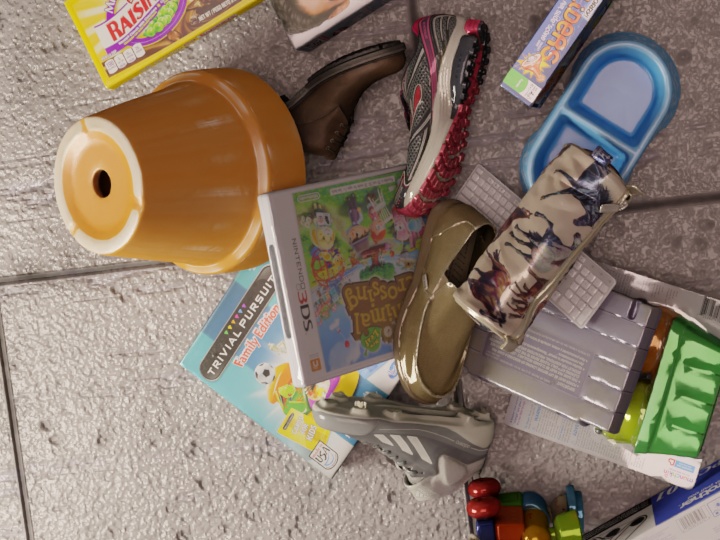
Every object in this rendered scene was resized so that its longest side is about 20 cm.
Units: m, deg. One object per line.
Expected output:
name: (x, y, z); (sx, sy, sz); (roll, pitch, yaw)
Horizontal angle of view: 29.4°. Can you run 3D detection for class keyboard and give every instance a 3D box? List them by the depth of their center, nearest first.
keyboard: (0.163, -0.026, 1.330); (0.057, 0.011, 0.200); (-51, 56, 9)

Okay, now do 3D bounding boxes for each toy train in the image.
toy train: (0.162, 0.257, 1.315); (0.114, 0.200, 0.086); (-8, 95, 6)

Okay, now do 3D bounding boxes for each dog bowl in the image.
dog bowl: (0.232, -0.136, 1.333); (0.111, 0.050, 0.202); (32, 101, 5)

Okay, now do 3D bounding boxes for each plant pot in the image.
plant pot: (-0.183, -0.089, 1.309); (0.198, 0.182, 0.204); (7, 102, 37)

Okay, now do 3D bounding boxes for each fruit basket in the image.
fruit basket: (0.258, 0.095, 1.348); (0.198, 0.093, 0.188); (18, 99, 24)

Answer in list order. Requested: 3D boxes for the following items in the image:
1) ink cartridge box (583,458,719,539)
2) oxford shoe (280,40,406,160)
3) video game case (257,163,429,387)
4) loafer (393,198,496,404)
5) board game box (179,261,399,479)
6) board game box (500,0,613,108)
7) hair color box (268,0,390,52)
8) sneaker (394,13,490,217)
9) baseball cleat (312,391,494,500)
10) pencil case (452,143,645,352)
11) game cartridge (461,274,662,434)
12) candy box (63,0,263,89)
ink cartridge box: (0.289, 0.258, 1.344); (0.198, 0.094, 0.045); (-32, 92, 11)
oxford shoe: (-0.027, -0.160, 1.370); (0.199, 0.073, 0.085); (-31, 93, 24)
video game case: (0.000, 0.000, 1.333); (0.022, 0.198, 0.185); (-5, 97, 51)
loafer: (0.085, 0.032, 1.329); (0.067, 0.075, 0.204); (9, 91, 54)
board game box: (-0.064, 0.092, 1.413); (0.199, 0.047, 0.152); (36, 101, 4)
board game box: (0.185, -0.214, 1.255); (0.034, 0.200, 0.136); (35, 102, 4)
hair color box: (0.000, -0.310, 1.349); (0.198, 0.061, 0.100); (-30, 91, 13)
sneaker: (0.069, -0.151, 1.348); (0.074, 0.081, 0.203); (14, 86, 20)
baseball cleat: (0.041, 0.177, 1.361); (0.197, 0.070, 0.108); (7, 103, -19)
pencil case: (0.170, -0.022, 1.268); (0.201, 0.078, 0.089); (-53, 42, -2)
game cartridge: (0.182, 0.064, 1.328); (0.198, 0.038, 0.132); (23, 100, 36)
candy box: (-0.199, -0.279, 1.406); (0.198, 0.026, 0.103); (-28, 88, 12)
